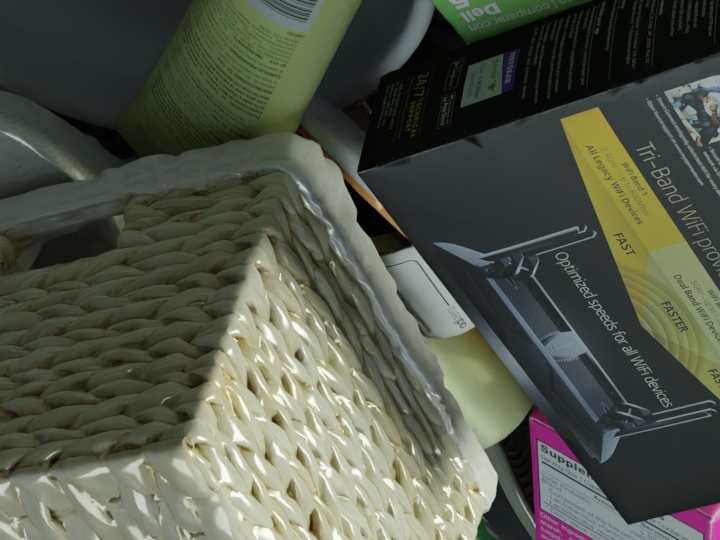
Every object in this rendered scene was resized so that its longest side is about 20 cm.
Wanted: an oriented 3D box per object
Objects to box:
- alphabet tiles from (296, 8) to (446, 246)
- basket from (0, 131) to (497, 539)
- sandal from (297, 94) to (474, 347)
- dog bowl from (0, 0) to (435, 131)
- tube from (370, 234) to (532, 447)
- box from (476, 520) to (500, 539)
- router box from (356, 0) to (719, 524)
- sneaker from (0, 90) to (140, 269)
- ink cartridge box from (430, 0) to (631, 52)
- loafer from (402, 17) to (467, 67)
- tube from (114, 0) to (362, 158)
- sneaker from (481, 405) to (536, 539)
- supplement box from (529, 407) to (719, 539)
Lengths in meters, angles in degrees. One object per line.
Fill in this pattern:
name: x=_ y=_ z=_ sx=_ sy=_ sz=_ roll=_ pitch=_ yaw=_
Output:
alphabet tiles: x=-0.005 y=-0.029 z=1.055 sx=0.167 sy=0.008 sz=0.200 roll=-9 pitch=126 yaw=17
basket: x=-0.081 y=0.082 z=0.876 sx=0.198 sy=0.161 sz=0.200 roll=-12 pitch=127 yaw=24
sandal: x=0.020 y=0.006 z=0.945 sx=0.059 sy=0.079 sz=0.207 roll=-43 pitch=138 yaw=2
dog bowl: x=-0.068 y=-0.139 z=0.882 sx=0.199 sy=0.079 sz=0.200 roll=2 pitch=147 yaw=1
tube: x=0.000 y=0.000 z=1.025 sx=0.058 sy=0.052 sz=0.200 roll=-24 pitch=122 yaw=39
box: x=0.057 y=0.144 z=1.250 sx=0.200 sy=0.048 sz=0.117 roll=33 pitch=153 yaw=5
router box: x=0.117 y=-0.006 z=0.794 sx=0.157 sy=0.052 sz=0.200 roll=-16 pitch=130 yaw=29
sneaker: x=-0.101 y=-0.022 z=0.960 sx=0.075 sy=0.089 sz=0.200 roll=-15 pitch=138 yaw=29
ink cartridge box: x=0.099 y=-0.118 z=0.841 sx=0.084 sy=0.146 sz=0.200 roll=-15 pitch=143 yaw=26
loafer: x=0.075 y=-0.029 z=0.946 sx=0.200 sy=0.071 sz=0.073 roll=39 pitch=-179 yaw=12
tube: x=-0.041 y=-0.081 z=0.851 sx=0.052 sy=0.058 sz=0.200 roll=9 pitch=146 yaw=-18
sneaker: x=0.042 y=0.075 z=1.179 sx=0.106 sy=0.075 sz=0.200 roll=-21 pitch=108 yaw=44
supplement box: x=0.149 y=0.118 z=1.085 sx=0.103 sy=0.101 sz=0.200 roll=29 pitch=147 yaw=27
